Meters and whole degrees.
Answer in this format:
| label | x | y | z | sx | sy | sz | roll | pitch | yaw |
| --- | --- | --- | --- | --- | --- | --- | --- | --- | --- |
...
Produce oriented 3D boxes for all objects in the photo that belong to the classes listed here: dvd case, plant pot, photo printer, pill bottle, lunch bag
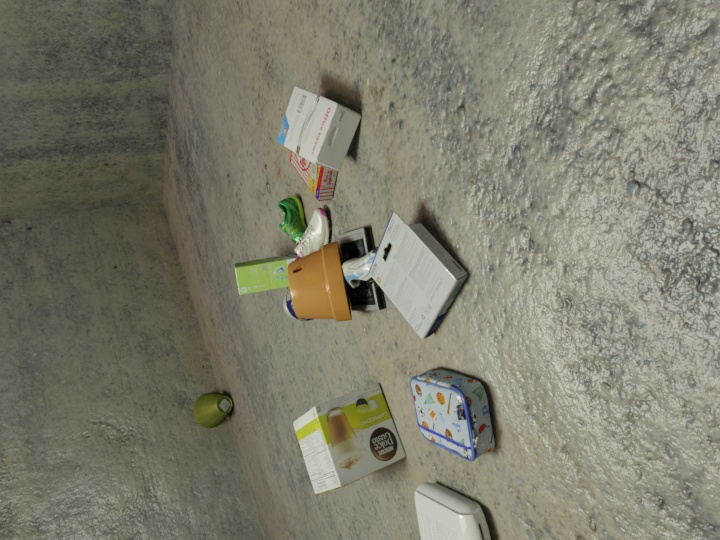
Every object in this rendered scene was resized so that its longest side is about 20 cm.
| label | x | y | z | sx | sy | sz | roll | pitch | yaw |
| --- | --- | --- | --- | --- | --- | --- | --- | --- | --- |
| dvd case | 0.000 | 0.000 | 1.388 | 0.150 | 0.024 | 0.205 | -9 | 92 | 62 |
| plant pot | -0.768 | 0.733 | 2.937 | 0.199 | 0.185 | 0.191 | -28 | 75 | 45 |
| plant pot | -0.105 | 0.039 | 1.395 | 0.200 | 0.137 | 0.205 | 169 | 90 | -89 |
| photo printer | 0.203 | 0.562 | 1.171 | 0.199 | 0.068 | 0.170 | -7 | 94 | 61 |
| pill bottle | -0.154 | 0.084 | 1.601 | 0.199 | 0.118 | 0.122 | -26 | 77 | 61 |
| lunch bag | 0.184 | 0.291 | 1.107 | 0.199 | 0.074 | 0.164 | 5 | 106 | 62 |

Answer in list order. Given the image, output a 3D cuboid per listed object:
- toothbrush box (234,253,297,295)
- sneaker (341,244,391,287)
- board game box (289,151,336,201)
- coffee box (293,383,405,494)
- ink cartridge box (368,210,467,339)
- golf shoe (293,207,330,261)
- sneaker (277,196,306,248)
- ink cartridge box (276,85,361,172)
| label | x | y | z | sx | sy | sz | roll | pitch | yaw |
| --- | --- | --- | --- | --- | --- | --- | --- | --- | --- |
| toothbrush box | -0.288 | 0.009 | 1.707 | 0.145 | 0.195 | 0.088 | -155 | 58 | -75 |
| sneaker | 0.034 | -0.014 | 1.261 | 0.198 | 0.071 | 0.074 | -24 | 94 | 47 |
| board game box | -0.124 | -0.310 | 1.479 | 0.201 | 0.045 | 0.154 | 54 | 143 | 38 |
| coffee box | -0.034 | 0.440 | 1.427 | 0.200 | 0.196 | 0.201 | -48 | 60 | 55 |
| ink cartridge box | 0.112 | 0.007 | 1.137 | 0.201 | 0.043 | 0.198 | 52 | 143 | 25 |
| golf shoe | -0.139 | -0.081 | 1.545 | 0.075 | 0.090 | 0.203 | 49 | 139 | 44 |
| sneaker | -0.203 | -0.122 | 1.653 | 0.074 | 0.082 | 0.204 | -34 | 71 | 59 |
| ink cartridge box | -0.105 | -0.345 | 1.333 | 0.199 | 0.083 | 0.147 | 37 | 110 | 44 |
